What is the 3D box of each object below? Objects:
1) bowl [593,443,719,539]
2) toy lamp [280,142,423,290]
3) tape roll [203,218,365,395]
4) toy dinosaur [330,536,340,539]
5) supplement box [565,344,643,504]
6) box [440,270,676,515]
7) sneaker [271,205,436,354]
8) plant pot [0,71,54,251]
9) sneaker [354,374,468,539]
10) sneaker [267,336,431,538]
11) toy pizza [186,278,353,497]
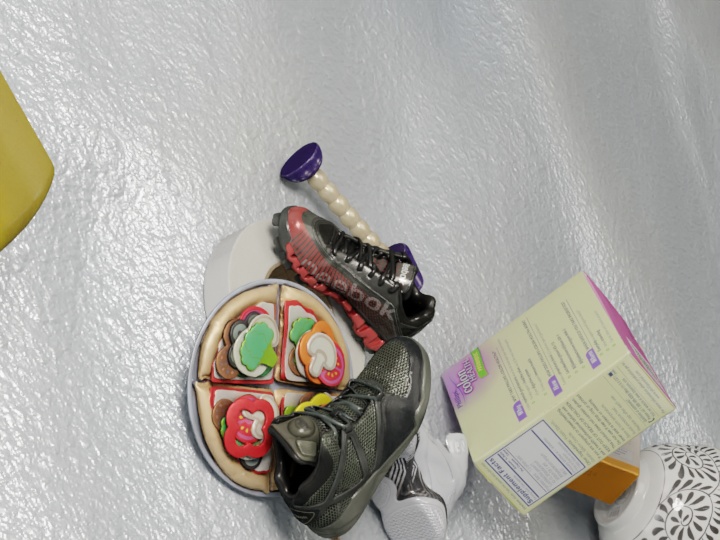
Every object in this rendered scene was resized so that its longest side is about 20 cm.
[{"bbox_3d":[0.338,0.279,1.801,0.094,0.201,0.201,28,45,-16],"label":"bowl"},{"bbox_3d":[-0.004,-0.047,1.631,0.200,0.058,0.058,47,37,-22],"label":"toy lamp"},{"bbox_3d":[-0.072,0.047,1.493,0.203,0.037,0.203,33,45,-40],"label":"tape roll"},{"bbox_3d":[-0.010,0.305,1.413,0.200,0.058,0.101,35,58,-27],"label":"toy dinosaur"},{"bbox_3d":[0.263,0.162,1.811,0.126,0.074,0.200,21,47,-9],"label":"supplement box"},{"bbox_3d":[0.207,0.129,1.630,0.097,0.200,0.176,48,11,-28],"label":"box"},{"bbox_3d":[0.000,0.000,1.502,0.200,0.098,0.071,46,39,-25],"label":"sneaker"},{"bbox_3d":[-0.337,-0.080,1.080,0.200,0.200,0.176,61,22,-7],"label":"plant pot"},{"bbox_3d":[0.048,0.175,1.532,0.115,0.075,0.200,-47,122,-57],"label":"sneaker"},{"bbox_3d":[-0.011,0.135,1.375,0.199,0.076,0.114,-57,139,-12],"label":"sneaker"},{"bbox_3d":[-0.074,0.107,1.394,0.200,0.032,0.200,3,86,-43],"label":"toy pizza"}]
